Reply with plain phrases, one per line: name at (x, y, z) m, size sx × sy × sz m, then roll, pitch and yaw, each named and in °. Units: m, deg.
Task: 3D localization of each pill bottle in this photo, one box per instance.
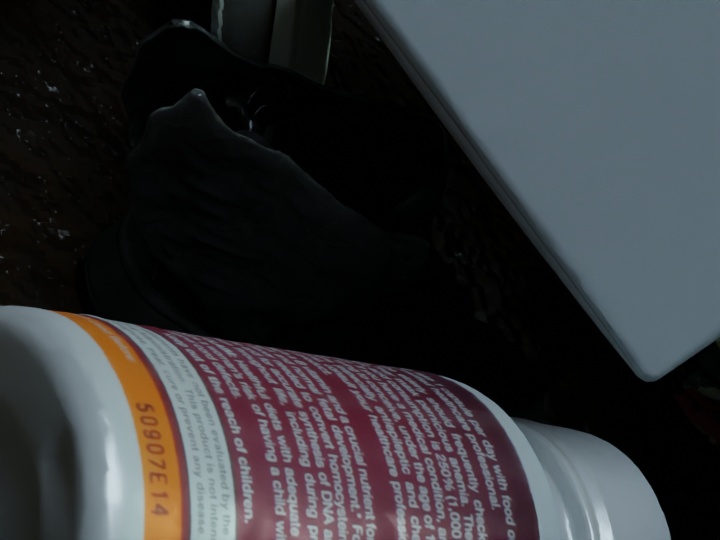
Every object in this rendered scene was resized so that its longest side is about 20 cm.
pill bottle at (-0.020, 0.078, 0.751) m, size 0.200 × 0.114 × 0.114 m, roll 11°, pitch 51°, yaw -39°

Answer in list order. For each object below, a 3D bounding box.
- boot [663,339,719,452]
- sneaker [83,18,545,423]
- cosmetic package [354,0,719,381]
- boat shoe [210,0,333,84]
boot at (0.153, -0.026, 0.984) m, size 0.154 × 0.073 × 0.204 m, roll -45°, pitch 105°, yaw -18°
sneaker at (0.000, -0.002, 0.847) m, size 0.199 × 0.104 × 0.060 m, roll 22°, pitch 44°, yaw -32°
cosmetic package at (0.097, -0.085, 0.848) m, size 0.167 × 0.167 × 0.200 m, roll 54°, pitch 4°, yaw 1°
boat shoe at (-0.038, -0.133, 0.958) m, size 0.060 × 0.072 × 0.202 m, roll 0°, pitch 62°, yaw 4°
